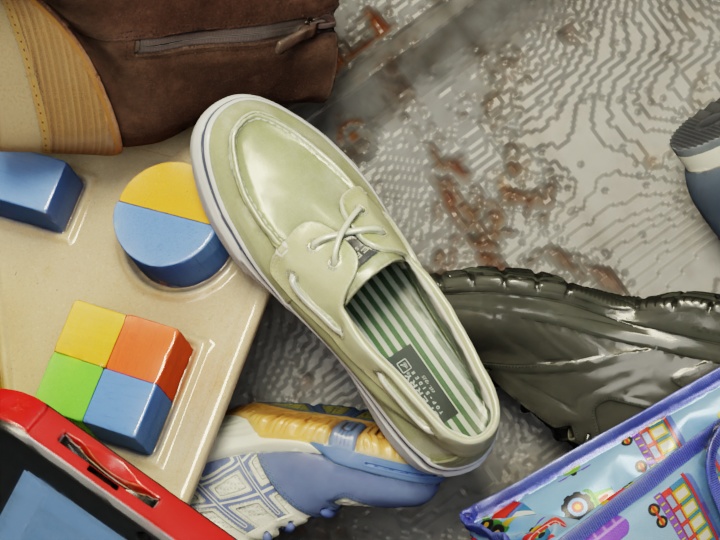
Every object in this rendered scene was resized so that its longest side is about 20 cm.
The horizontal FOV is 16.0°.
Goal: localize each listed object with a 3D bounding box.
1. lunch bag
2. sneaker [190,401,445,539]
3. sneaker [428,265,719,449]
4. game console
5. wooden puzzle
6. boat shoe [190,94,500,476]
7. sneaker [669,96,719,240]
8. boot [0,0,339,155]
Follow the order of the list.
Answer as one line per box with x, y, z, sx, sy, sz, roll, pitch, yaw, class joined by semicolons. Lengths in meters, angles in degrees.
0.172;0.127;1.144;0.199;0.094;0.151;-33;107;-9;lunch bag
-0.057;0.106;1.195;0.198;0.075;0.089;3;91;15;sneaker
0.099;0.047;1.183;0.198;0.076;0.092;9;94;10;sneaker
-0.118;0.153;1.142;0.199;0.177;0.031;36;43;1;game console
-0.135;0.004;1.179;0.184;0.046;0.201;15;68;19;wooden puzzle
0.000;0.000;1.130;0.072;0.062;0.200;-37;87;-21;boat shoe
0.246;-0.070;1.193;0.199;0.070;0.082;-25;105;0;sneaker
-0.092;-0.146;1.131;0.165;0.201;0.072;-12;38;-16;boot
